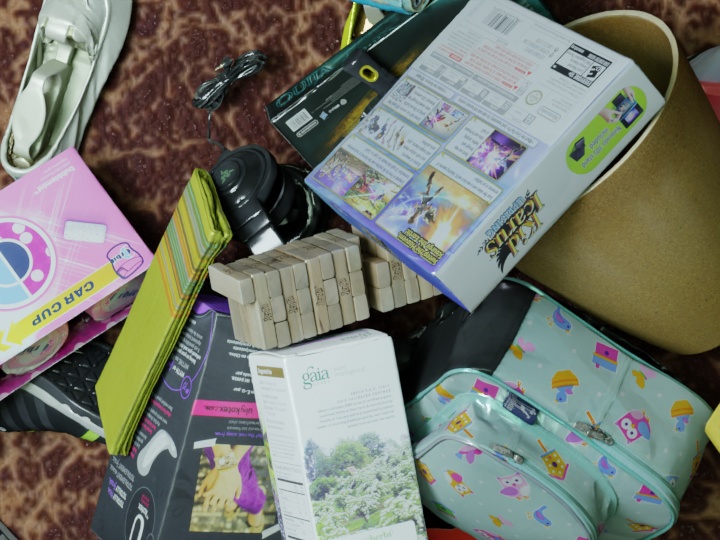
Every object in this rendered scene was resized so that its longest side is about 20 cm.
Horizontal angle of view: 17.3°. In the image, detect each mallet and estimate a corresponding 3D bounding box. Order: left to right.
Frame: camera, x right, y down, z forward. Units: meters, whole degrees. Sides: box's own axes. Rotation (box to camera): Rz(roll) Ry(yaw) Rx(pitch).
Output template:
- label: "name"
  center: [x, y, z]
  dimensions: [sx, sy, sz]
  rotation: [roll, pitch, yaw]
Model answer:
- label: "mallet"
  center: [0.076, -0.098, 1.646]
  dimensions: [0.066, 0.041, 0.200]
  rotation: [-42, 115, 12]

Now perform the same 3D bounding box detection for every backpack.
- label: "backpack"
  center: [0.131, 0.113, 1.606]
  dimensions: [0.200, 0.176, 0.153]
  rotation: [24, 65, -9]

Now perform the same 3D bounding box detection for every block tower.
- label: "block tower"
  center: [0.000, 0.000, 1.608]
  dimensions: [0.200, 0.054, 0.058]
  rotation: [-16, 106, -24]

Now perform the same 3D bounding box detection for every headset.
- label: "headset"
  center: [-0.059, -0.059, 1.688]
  dimensions: [0.094, 0.123, 0.200]
  rotation: [-37, 69, 12]

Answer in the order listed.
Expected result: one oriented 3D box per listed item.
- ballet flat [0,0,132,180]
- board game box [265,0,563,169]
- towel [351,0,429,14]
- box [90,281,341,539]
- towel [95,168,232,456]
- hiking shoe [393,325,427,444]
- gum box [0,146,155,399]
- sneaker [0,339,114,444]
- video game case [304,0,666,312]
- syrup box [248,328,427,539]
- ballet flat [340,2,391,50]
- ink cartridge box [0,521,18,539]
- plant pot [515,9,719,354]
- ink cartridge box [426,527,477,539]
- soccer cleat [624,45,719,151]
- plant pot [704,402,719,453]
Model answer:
- label: "ballet flat"
  center: [-0.219, -0.155, 1.747]
  dimensions: [0.069, 0.069, 0.200]
  rotation: [20, 97, 12]
- label: "board game box"
  center: [0.053, -0.123, 1.661]
  dimensions: [0.200, 0.028, 0.135]
  rotation: [-35, 121, 11]
- label: "towel"
  center: [-0.009, -0.265, 1.660]
  dimensions: [0.200, 0.022, 0.147]
  rotation: [21, 94, 41]
- label: "box"
  center: [-0.103, 0.117, 1.688]
  dimensions: [0.106, 0.122, 0.200]
  rotation: [12, 99, -28]
- label: "towel"
  center: [-0.140, 0.030, 1.663]
  dimensions: [0.018, 0.086, 0.200]
  rotation: [15, 120, -22]
- label: "hiking shoe"
  center: [0.027, 0.142, 1.698]
  dimensions: [0.101, 0.076, 0.200]
  rotation: [-12, 89, 18]
- label: "gum box"
  center: [-0.257, 0.016, 1.714]
  dimensions: [0.200, 0.066, 0.114]
  rotation: [-34, 72, -14]
- label: "sneaker"
  center: [-0.240, 0.089, 1.779]
  dimensions: [0.200, 0.072, 0.083]
  rotation: [26, 133, 7]
- label: "video game case"
  center: [0.075, -0.082, 1.527]
  dimensions: [0.181, 0.200, 0.045]
  rotation: [-46, 122, -3]
- label: "syrup box"
  center: [-0.011, 0.144, 1.598]
  dimensions: [0.079, 0.081, 0.200]
  rotation: [-12, 93, -20]
- label: "ballet flat"
  center: [0.015, -0.172, 1.687]
  dimensions: [0.067, 0.067, 0.200]
  rotation: [8, 95, 15]
- label: "ink cartridge box"
  center: [-0.304, 0.273, 1.784]
  dimensions: [0.200, 0.083, 0.146]
  rotation: [45, 103, 7]
- label: "plant pot"
  center: [0.184, -0.038, 1.586]
  dimensions: [0.186, 0.186, 0.200]
  rotation: [-36, 121, 13]
- label: "ink cartridge box"
  center: [0.038, 0.254, 1.668]
  dimensions: [0.162, 0.050, 0.200]
  rotation: [4, 108, -16]
- label: "soccer cleat"
  center: [0.253, -0.132, 1.639]
  dimensions: [0.200, 0.077, 0.067]
  rotation: [-13, 121, 29]
- label: "plant pot"
  center: [0.347, 0.099, 1.565]
  dimensions: [0.176, 0.200, 0.200]
  rotation: [36, 101, 20]
